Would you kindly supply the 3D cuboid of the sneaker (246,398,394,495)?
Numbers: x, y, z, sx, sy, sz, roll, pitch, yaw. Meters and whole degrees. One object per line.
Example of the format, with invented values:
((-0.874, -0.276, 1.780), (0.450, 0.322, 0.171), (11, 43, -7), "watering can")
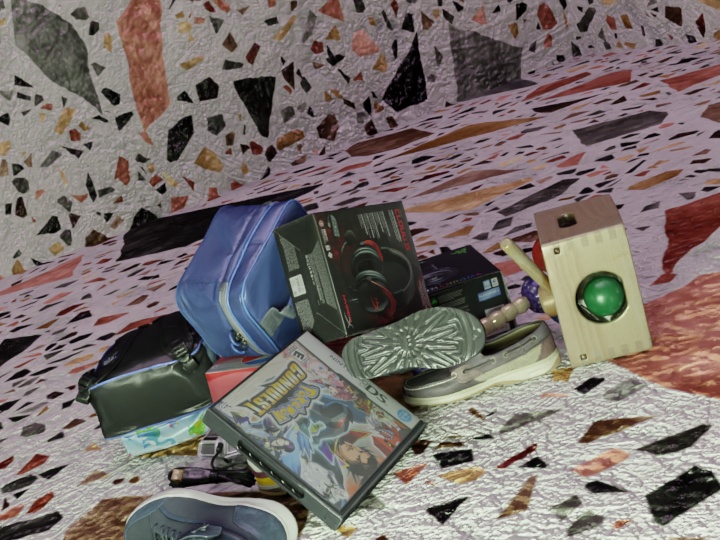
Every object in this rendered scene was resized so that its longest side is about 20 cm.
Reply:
((-0.041, 0.174, 1.270), (0.198, 0.091, 0.075), (-26, 17, -30), "sneaker")

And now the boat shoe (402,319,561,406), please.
((0.141, 0.109, 1.346), (0.197, 0.066, 0.072), (-16, 16, 9), "boat shoe")

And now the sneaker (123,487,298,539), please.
((-0.180, 0.277, 1.083), (0.200, 0.078, 0.146), (-8, 14, 28), "sneaker")

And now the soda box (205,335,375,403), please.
((-0.087, 0.132, 1.382), (0.197, 0.064, 0.070), (-9, 15, 18), "soda box")

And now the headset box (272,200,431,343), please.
((0.000, 0.000, 1.376), (0.074, 0.151, 0.199), (-19, -5, 39), "headset box")

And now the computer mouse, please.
((-0.156, 0.215, 1.348), (0.108, 0.045, 0.200), (-11, 15, 14), "computer mouse")

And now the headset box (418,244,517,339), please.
((0.107, 0.046, 1.565), (0.172, 0.094, 0.200), (-18, 14, -3), "headset box")

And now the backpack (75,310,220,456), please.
((-0.269, 0.151, 1.513), (0.181, 0.149, 0.200), (-19, 18, 1), "backpack")

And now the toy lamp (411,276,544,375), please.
((0.150, 0.077, 1.436), (0.198, 0.059, 0.058), (-32, 17, -12), "toy lamp")

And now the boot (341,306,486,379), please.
((0.078, 0.083, 1.298), (0.162, 0.067, 0.200), (-10, -6, 14), "boot")

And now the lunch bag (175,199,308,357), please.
((-0.125, 0.014, 1.384), (0.131, 0.136, 0.202), (-6, 47, 34), "lunch bag")

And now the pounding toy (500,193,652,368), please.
((0.257, 0.008, 1.344), (0.140, 0.187, 0.200), (-15, 15, 10), "pounding toy")

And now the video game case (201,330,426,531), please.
((-0.044, 0.164, 1.204), (0.200, 0.180, 0.026), (-37, -20, -53), "video game case")
